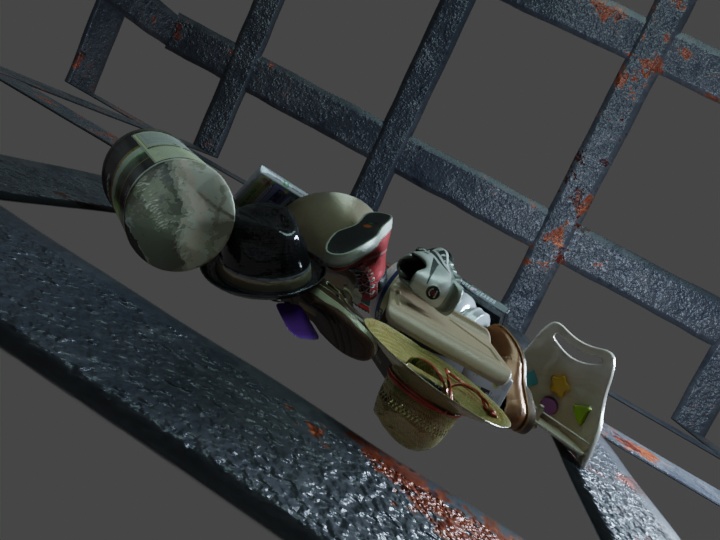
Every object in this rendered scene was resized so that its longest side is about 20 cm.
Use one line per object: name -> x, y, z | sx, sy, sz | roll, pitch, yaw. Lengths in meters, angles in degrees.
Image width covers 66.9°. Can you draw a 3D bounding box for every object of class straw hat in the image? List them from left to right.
straw hat -> 0.063, 0.144, 0.593 | 0.198, 0.086, 0.201 | 34, 5, -4

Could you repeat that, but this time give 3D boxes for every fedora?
fedora -> -0.141, -0.040, 0.791 | 0.192, 0.095, 0.202 | 3, 26, -2

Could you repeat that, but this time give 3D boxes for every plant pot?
plant pot -> -0.059, -0.027, 1.028 | 0.196, 0.199, 0.138 | 23, 49, -34

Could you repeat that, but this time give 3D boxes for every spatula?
spatula -> -0.131, 0.036, 0.800 | 0.199, 0.021, 0.056 | 38, 16, 36

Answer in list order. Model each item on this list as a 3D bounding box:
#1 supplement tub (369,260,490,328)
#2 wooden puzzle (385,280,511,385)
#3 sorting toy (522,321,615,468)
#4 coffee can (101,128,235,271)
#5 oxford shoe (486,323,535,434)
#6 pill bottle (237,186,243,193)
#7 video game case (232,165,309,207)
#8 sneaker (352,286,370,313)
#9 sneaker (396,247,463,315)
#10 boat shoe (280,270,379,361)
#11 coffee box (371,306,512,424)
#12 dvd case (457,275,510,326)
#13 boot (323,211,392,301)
supplement tub -> 0.128, 0.086, 1.018 | 0.197, 0.149, 0.144 | 32, 8, 32
wooden puzzle -> 0.116, 0.086, 0.779 | 0.181, 0.038, 0.200 | 29, 12, 1
sorting toy -> 0.347, 0.197, 0.952 | 0.197, 0.184, 0.106 | 32, 9, 30
coffee can -> -0.276, -0.106, 0.771 | 0.144, 0.150, 0.199 | 22, 9, -38
oxford shoe -> 0.233, 0.166, 0.913 | 0.069, 0.072, 0.204 | 19, 39, -21
pill bottle -> -0.203, -0.120, 1.310 | 0.197, 0.115, 0.112 | 21, 9, -43
video game case -> -0.170, -0.102, 1.078 | 0.179, 0.198, 0.023 | 29, 49, -27
sneaker -> -0.019, 0.012, 1.179 | 0.196, 0.096, 0.070 | 30, 7, 9
sneaker -> 0.095, -0.006, 0.837 | 0.086, 0.076, 0.200 | 27, 11, -10
boat shoe -> -0.036, 0.052, 0.803 | 0.200, 0.077, 0.074 | 33, 49, 32
coffee box -> 0.118, 0.144, 0.835 | 0.195, 0.082, 0.113 | 25, 8, -22
dvd case -> 0.213, 0.114, 1.088 | 0.148, 0.205, 0.025 | 33, 51, 30
boot -> 0.000, 0.000, 0.911 | 0.070, 0.149, 0.199 | 12, 24, 22
